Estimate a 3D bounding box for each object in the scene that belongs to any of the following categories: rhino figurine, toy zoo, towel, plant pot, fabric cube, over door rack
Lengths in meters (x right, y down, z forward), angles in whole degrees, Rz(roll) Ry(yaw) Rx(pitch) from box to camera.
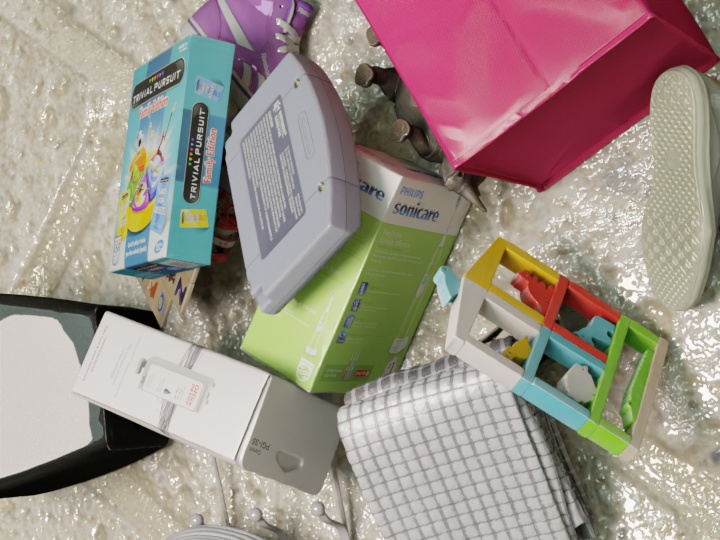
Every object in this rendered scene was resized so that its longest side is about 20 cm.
[{"bbox_3d":[0.066,-0.126,1.238,0.060,0.087,0.201,-44,54,23],"label":"rhino figurine"},{"bbox_3d":[0.146,0.052,1.135,0.199,0.132,0.021,32,134,-2],"label":"toy zoo"},{"bbox_3d":[0.091,0.168,1.193,0.164,0.086,0.201,-19,107,19],"label":"towel"},{"bbox_3d":[-0.298,0.117,1.393,0.176,0.199,0.202,-8,83,18],"label":"plant pot"},{"bbox_3d":[0.138,-0.206,1.160,0.199,0.196,0.200,-36,73,21],"label":"fabric cube"},{"bbox_3d":[-0.087,0.198,1.333,0.147,0.066,0.202,-10,82,27],"label":"over door rack"}]

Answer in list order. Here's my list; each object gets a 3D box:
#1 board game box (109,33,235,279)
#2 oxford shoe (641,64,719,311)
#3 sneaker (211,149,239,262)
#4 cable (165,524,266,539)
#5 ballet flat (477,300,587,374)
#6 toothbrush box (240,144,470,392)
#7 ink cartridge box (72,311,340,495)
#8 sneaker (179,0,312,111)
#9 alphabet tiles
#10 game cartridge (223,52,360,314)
[{"bbox_3d":[-0.176,-0.100,1.316,0.151,0.047,0.202,-11,71,61],"label":"board game box"},{"bbox_3d":[0.268,-0.065,1.148,0.075,0.057,0.202,19,115,52],"label":"oxford shoe"},{"bbox_3d":[-0.112,-0.055,1.344,0.201,0.067,0.109,22,99,48],"label":"sneaker"},{"bbox_3d":[-0.123,0.331,1.311,0.199,0.069,0.201,29,120,9],"label":"cable"},{"bbox_3d":[0.107,0.086,1.233,0.200,0.064,0.068,-41,69,21],"label":"ballet flat"},{"bbox_3d":[0.000,0.000,1.252,0.086,0.145,0.201,30,102,28],"label":"toothbrush box"},{"bbox_3d":[-0.130,0.118,1.265,0.199,0.146,0.083,17,81,33],"label":"ink cartridge box"},{"bbox_3d":[-0.074,-0.195,1.350,0.114,0.073,0.201,-39,78,5],"label":"sneaker"},{"bbox_3d":[-0.181,-0.049,1.368,0.200,0.006,0.168,52,127,55],"label":"alphabet tiles"},{"bbox_3d":[-0.057,-0.079,1.191,0.133,0.041,0.201,-41,45,32],"label":"game cartridge"}]
